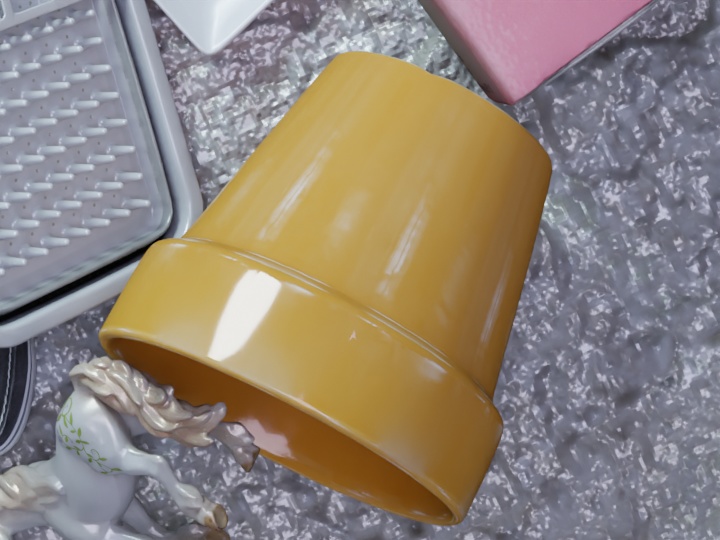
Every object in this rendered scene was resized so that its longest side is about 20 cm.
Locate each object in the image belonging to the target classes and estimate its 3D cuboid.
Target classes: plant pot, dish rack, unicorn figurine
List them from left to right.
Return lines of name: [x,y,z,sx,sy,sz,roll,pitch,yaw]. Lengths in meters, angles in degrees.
dish rack: [-0.169,-0.076,1.311,0.172,0.044,0.200,-29,108,-43]
unicorn figurine: [-0.133,0.115,1.346,0.137,0.074,0.200,22,120,3]
plant pot: [0.000,0.000,1.307,0.200,0.200,0.183,28,78,-6]

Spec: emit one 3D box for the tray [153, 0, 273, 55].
tray: [-0.107,-0.217,1.354,0.107,0.022,0.200,-43,96,0]

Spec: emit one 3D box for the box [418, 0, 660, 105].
box: [0.055,-0.193,1.312,0.109,0.128,0.200,-37,96,1]

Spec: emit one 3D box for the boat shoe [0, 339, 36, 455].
boat shoe: [-0.202,0.001,1.346,0.070,0.066,0.200,0,95,-3]
